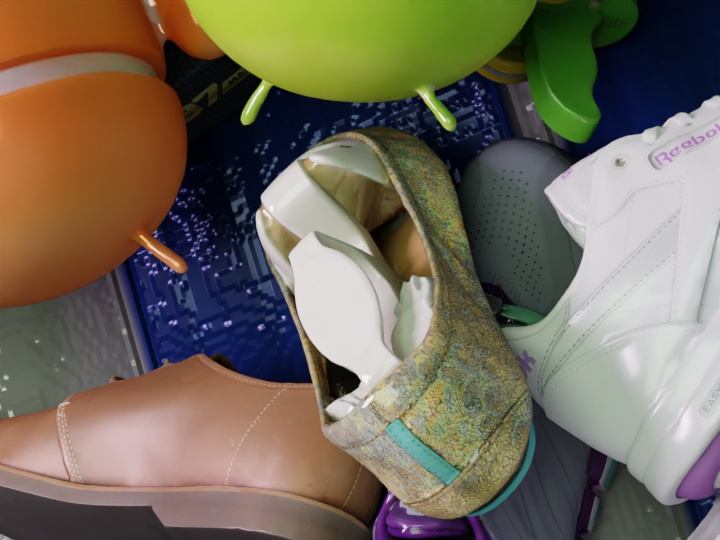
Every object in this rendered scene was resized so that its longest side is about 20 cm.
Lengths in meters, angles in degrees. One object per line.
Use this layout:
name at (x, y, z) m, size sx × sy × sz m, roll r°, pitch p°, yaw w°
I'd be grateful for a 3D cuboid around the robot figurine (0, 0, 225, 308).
robot figurine at (-0.127, -0.073, 0.931) m, size 0.117 × 0.144 × 0.201 m, roll -39°, pitch 68°, yaw 47°

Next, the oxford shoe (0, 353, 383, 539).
oxford shoe at (-0.073, 0.062, 0.967) m, size 0.199 × 0.071 × 0.071 m, roll 3°, pitch 64°, yaw 33°

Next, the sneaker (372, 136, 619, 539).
sneaker at (0.043, 0.052, 0.910) m, size 0.074 × 0.087 × 0.201 m, roll 0°, pitch 81°, yaw 22°

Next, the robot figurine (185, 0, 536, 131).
robot figurine at (0.002, -0.142, 0.875) m, size 0.175 × 0.116 × 0.201 m, roll 5°, pitch 91°, yaw 36°

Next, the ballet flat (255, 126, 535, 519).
ballet flat at (0.000, 0.000, 0.895) m, size 0.071 × 0.071 × 0.200 m, roll -40°, pitch 33°, yaw 11°

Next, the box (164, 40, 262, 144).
box at (-0.108, -0.108, 1.018) m, size 0.200 × 0.051 × 0.158 m, roll -37°, pitch 69°, yaw 13°

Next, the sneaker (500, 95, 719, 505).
sneaker at (0.116, -0.032, 0.885) m, size 0.099 × 0.075 × 0.200 m, roll 31°, pitch 79°, yaw 19°

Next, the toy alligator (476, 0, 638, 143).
toy alligator at (0.042, -0.130, 0.964) m, size 0.054 × 0.059 × 0.200 m, roll -19°, pitch 66°, yaw -26°

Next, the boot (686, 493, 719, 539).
boot at (0.103, 0.130, 0.885) m, size 0.074 × 0.096 × 0.200 m, roll 40°, pitch 130°, yaw -2°
